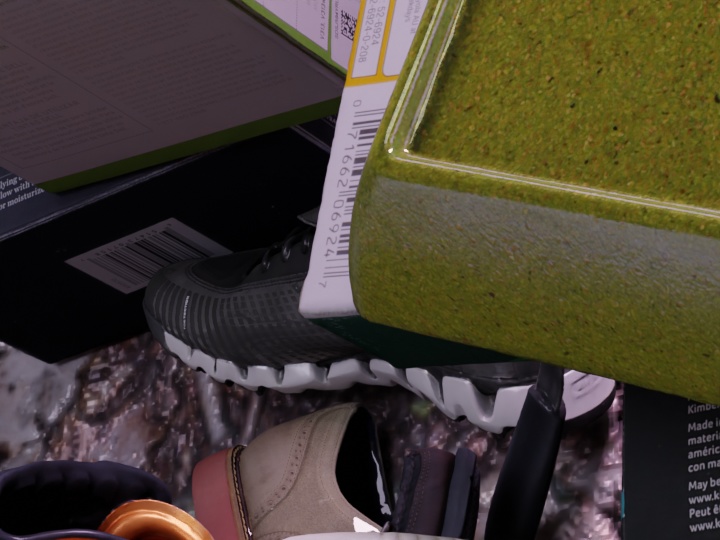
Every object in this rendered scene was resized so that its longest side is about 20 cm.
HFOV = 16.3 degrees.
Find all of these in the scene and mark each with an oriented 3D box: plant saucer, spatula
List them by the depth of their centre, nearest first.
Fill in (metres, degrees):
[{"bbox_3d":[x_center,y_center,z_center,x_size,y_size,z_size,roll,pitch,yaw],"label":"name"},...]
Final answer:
[{"bbox_3d":[0.088,-0.071,0.642,0.200,0.048,0.200,13,78,43],"label":"plant saucer"},{"bbox_3d":[0.059,0.033,0.821,0.021,0.200,0.057,-22,50,-25],"label":"spatula"}]

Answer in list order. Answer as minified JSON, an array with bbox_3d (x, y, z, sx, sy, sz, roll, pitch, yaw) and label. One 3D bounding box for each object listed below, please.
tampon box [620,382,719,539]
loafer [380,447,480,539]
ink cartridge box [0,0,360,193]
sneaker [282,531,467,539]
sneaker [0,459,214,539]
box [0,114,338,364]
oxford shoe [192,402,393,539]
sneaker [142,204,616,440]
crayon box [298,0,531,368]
[{"bbox_3d":[0.167,0.004,0.748,0.126,0.150,0.200,-13,62,34],"label":"tampon box"},{"bbox_3d":[-0.005,0.144,0.800,0.063,0.072,0.200,9,63,6],"label":"loafer"},{"bbox_3d":[-0.110,-0.108,0.842,0.148,0.200,0.076,-14,62,31],"label":"ink cartridge box"},{"bbox_3d":[0.050,0.148,0.741,0.077,0.200,0.111,-10,64,50],"label":"sneaker"},{"bbox_3d":[-0.078,0.141,0.847,0.112,0.200,0.078,-41,38,4],"label":"sneaker"},{"bbox_3d":[-0.084,-0.086,1.014,0.200,0.104,0.182,-20,60,29],"label":"box"},{"bbox_3d":[0.000,0.130,0.874,0.075,0.070,0.200,-32,55,13],"label":"oxford shoe"},{"bbox_3d":[0.000,0.000,0.913,0.200,0.066,0.091,9,120,36],"label":"sneaker"},{"bbox_3d":[0.083,-0.042,0.701,0.200,0.052,0.126,-5,66,40],"label":"crayon box"}]
